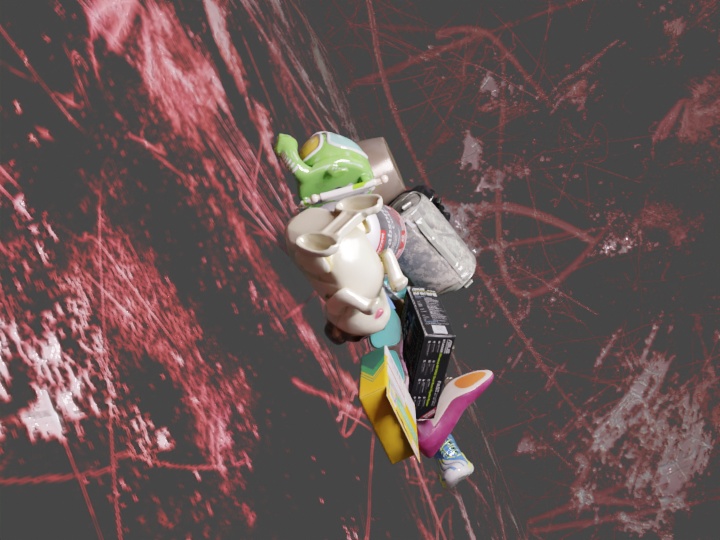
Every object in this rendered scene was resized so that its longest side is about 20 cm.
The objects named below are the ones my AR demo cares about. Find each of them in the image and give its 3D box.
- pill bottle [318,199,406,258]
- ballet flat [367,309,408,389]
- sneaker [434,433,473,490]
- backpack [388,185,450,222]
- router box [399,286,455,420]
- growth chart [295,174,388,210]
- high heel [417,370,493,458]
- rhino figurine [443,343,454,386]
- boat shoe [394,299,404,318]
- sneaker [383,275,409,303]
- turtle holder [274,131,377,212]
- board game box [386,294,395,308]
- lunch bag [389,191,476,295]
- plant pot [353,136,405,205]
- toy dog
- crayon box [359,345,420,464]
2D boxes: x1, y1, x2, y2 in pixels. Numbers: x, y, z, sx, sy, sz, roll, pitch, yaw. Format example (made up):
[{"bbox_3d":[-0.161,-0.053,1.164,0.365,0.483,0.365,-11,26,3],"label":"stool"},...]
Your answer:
[{"bbox_3d":[-0.005,-0.061,1.402,0.199,0.115,0.117,-2,67,-67],"label":"pill bottle"},{"bbox_3d":[0.053,0.160,1.536,0.072,0.068,0.202,84,-4,-48],"label":"ballet flat"},{"bbox_3d":[0.177,0.388,1.698,0.106,0.075,0.200,56,-2,13],"label":"sneaker"},{"bbox_3d":[0.128,-0.075,1.776,0.201,0.165,0.127,57,12,-38],"label":"backpack"},{"bbox_3d":[0.112,0.155,1.541,0.151,0.061,0.203,-109,-155,-55],"label":"router box"},{"bbox_3d":[-0.037,-0.124,1.346,0.200,0.142,0.018,-165,-121,-82],"label":"growth chart"},{"bbox_3d":[0.187,0.277,1.597,0.067,0.199,0.097,23,-37,62],"label":"high heel"},{"bbox_3d":[0.144,0.208,1.651,0.087,0.059,0.203,45,-58,60],"label":"rhino figurine"},{"bbox_3d":[0.104,0.120,1.697,0.201,0.072,0.065,55,16,-20],"label":"boat shoe"},{"bbox_3d":[0.000,0.000,1.608,0.200,0.091,0.077,48,40,8],"label":"sneaker"},{"bbox_3d":[-0.069,-0.179,1.485,0.142,0.182,0.133,108,-29,-51],"label":"turtle holder"},{"bbox_3d":[-0.021,0.022,1.464,0.158,0.039,0.200,47,11,17],"label":"board game box"},{"bbox_3d":[0.125,-0.052,1.596,0.200,0.139,0.168,48,-10,-13],"label":"lunch bag"},{"bbox_3d":[-0.007,-0.184,1.696,0.200,0.171,0.203,-23,90,-81],"label":"plant pot"},{"bbox_3d":[-0.027,0.015,1.186,0.140,0.192,0.202,-50,127,-41],"label":"toy dog"},{"bbox_3d":[0.046,0.220,1.330,0.200,0.051,0.127,-87,152,-74],"label":"crayon box"}]
